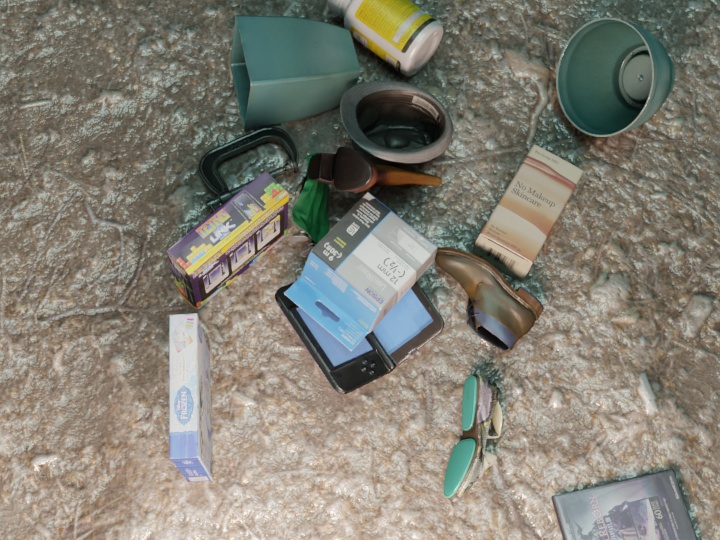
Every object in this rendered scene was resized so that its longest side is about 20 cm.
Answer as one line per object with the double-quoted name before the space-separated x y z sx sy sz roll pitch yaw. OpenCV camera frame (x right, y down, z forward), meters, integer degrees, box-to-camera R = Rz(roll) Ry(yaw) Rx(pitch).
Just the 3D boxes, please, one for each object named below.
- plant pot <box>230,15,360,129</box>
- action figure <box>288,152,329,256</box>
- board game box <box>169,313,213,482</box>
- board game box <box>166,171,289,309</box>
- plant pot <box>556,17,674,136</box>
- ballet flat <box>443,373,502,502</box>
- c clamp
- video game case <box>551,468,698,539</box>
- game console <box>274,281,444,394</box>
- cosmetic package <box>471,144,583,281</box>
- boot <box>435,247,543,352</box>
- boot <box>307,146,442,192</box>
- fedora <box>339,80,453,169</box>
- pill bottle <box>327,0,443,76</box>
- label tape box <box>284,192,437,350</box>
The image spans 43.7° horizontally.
"plant pot" -0.111 -0.347 1.555 0.200 0.141 0.141 -7 69 -16
"action figure" -0.083 -0.120 1.489 0.055 0.118 0.200 -13 49 20
"board game box" -0.242 0.187 1.286 0.043 0.200 0.199 -2 68 -5
"board game box" -0.203 -0.044 1.403 0.200 0.165 0.057 -41 77 -19
"plant pot" 0.467 -0.339 1.584 0.134 0.200 0.200 -9 66 -38
"ballet flat" 0.180 0.259 1.370 0.072 0.072 0.201 14 68 1
"c clamp" -0.185 -0.164 1.519 0.200 0.027 0.171 -32 58 -17
"video game case" 0.404 0.391 1.359 0.200 0.019 0.143 -10 69 -10
"game console" -0.003 0.062 1.396 0.171 0.118 0.200 -20 68 -41
"cosmetic package" 0.281 -0.097 1.509 0.103 0.087 0.200 28 68 8
"boot" 0.190 0.045 1.450 0.200 0.075 0.097 32 66 6
"boot" 0.041 -0.145 1.432 0.200 0.188 0.069 7 88 -28
"fedora" 0.055 -0.235 1.536 0.200 0.090 0.177 -10 62 -19
"pill bottle" 0.041 -0.450 1.618 0.200 0.111 0.111 39 70 10
"label tape box" 0.000 0.000 1.375 0.143 0.066 0.200 40 72 12
